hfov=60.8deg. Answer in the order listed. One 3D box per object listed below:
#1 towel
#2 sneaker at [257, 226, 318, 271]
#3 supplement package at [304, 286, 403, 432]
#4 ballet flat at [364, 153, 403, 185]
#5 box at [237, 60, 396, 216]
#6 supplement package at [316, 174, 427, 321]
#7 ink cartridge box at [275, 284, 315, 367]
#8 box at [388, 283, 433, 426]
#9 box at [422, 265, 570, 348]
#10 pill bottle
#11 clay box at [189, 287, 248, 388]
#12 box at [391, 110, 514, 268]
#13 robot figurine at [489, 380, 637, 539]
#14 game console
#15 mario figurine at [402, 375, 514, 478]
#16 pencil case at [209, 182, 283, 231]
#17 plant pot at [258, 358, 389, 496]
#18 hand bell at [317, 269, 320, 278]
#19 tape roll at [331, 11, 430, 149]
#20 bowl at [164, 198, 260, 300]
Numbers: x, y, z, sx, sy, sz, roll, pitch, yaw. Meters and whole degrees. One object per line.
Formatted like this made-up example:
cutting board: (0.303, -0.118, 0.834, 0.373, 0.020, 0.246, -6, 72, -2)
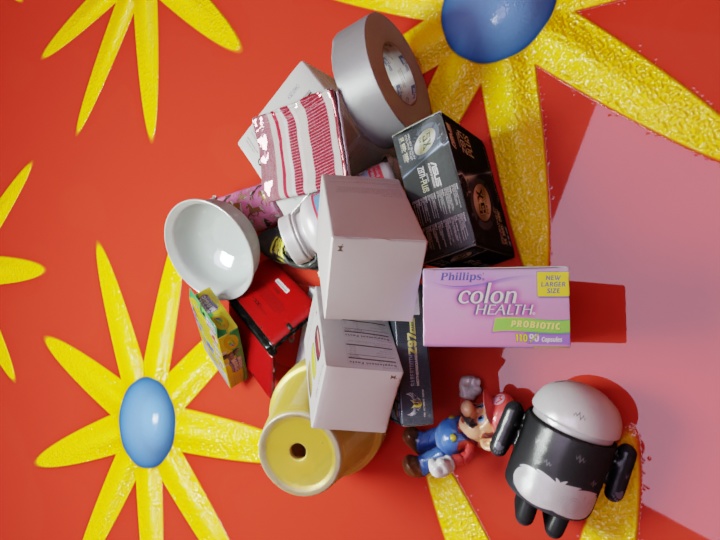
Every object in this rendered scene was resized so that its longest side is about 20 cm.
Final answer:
towel: (-0.098, -0.193, 0.974, 0.199, 0.023, 0.146, -5, 96, 44)
sneaker: (-0.125, -0.045, 1.131, 0.199, 0.084, 0.075, 13, 91, 32)
supplement package: (-0.018, 0.126, 0.905, 0.200, 0.108, 0.115, -105, 25, -60)
ballet flat: (-0.001, -0.123, 1.057, 0.200, 0.067, 0.068, -48, 45, 14)
box: (-0.079, -0.217, 1.089, 0.200, 0.130, 0.200, -45, 64, 23)
supplement package: (0.006, -0.035, 0.833, 0.201, 0.120, 0.121, -102, 17, -60)
ink cartridge box: (-0.095, 0.112, 1.119, 0.198, 0.057, 0.164, 11, 92, 29)
box: (0.067, 0.129, 0.937, 0.050, 0.158, 0.202, -2, 82, -4)
box: (0.176, 0.052, 0.824, 0.174, 0.200, 0.098, 0, 84, 9)
pill bottle: (-0.026, -0.085, 0.981, 0.198, 0.109, 0.110, -23, 72, 6)
clay box: (-0.267, 0.121, 1.159, 0.115, 0.047, 0.201, 47, 151, 30)
box: (0.141, -0.109, 0.914, 0.086, 0.163, 0.202, -20, 74, 30)
robot figurine: (0.269, 0.247, 0.822, 0.125, 0.149, 0.202, 31, 105, 61)
game console: (-0.169, 0.104, 1.162, 0.172, 0.119, 0.200, -40, 45, -10)
mario figurine: (0.139, 0.231, 0.919, 0.199, 0.106, 0.124, -35, 66, 28)
pencil case: (-0.219, -0.121, 1.203, 0.198, 0.086, 0.084, -12, 57, 31)
plant pot: (-0.067, 0.249, 0.967, 0.199, 0.189, 0.203, 2, 98, 14)
hand bell: (0.000, 0.000, 0.967, 0.103, 0.199, 0.105, 4, 97, 35)
tape roll: (0.037, -0.300, 0.979, 0.066, 0.200, 0.202, -18, 76, 31)
bowl: (-0.262, -0.053, 1.156, 0.199, 0.090, 0.203, 12, 120, 20)
